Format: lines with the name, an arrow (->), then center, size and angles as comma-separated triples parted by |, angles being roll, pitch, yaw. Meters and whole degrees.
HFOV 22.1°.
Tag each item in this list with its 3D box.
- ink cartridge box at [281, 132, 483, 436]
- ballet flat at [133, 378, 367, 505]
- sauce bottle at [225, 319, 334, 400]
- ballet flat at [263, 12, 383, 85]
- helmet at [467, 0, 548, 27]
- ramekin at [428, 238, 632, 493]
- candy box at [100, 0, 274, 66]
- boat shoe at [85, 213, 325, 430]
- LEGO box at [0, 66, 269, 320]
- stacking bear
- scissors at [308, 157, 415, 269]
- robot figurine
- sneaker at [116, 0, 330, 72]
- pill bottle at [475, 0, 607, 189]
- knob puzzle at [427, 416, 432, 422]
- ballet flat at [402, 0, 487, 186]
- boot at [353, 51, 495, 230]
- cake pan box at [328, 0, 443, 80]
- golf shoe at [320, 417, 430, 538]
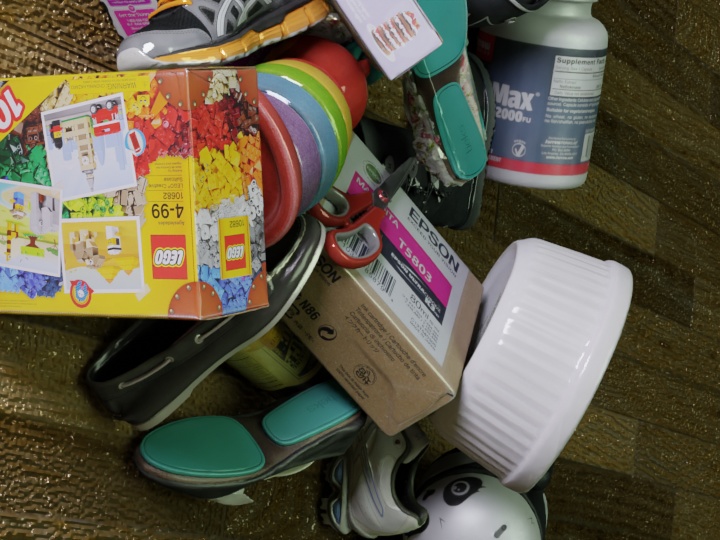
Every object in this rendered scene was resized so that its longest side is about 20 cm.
ink cartridge box -> 0.000, 0.000, 1.415 | 0.200, 0.075, 0.165 | 48, 29, -17
ballet flat -> -0.081, 0.140, 1.383 | 0.199, 0.068, 0.069 | -13, 137, -31
sauce bottle -> -0.065, 0.061, 1.427 | 0.200, 0.066, 0.066 | 42, 57, -51
ballet flat -> -0.023, -0.181, 1.474 | 0.076, 0.064, 0.200 | -64, 169, 16
helmet -> 0.099, -0.302, 1.550 | 0.191, 0.200, 0.200 | -42, 136, -1
ramekin -> 0.129, 0.067, 1.465 | 0.203, 0.094, 0.202 | -63, -177, 6
candy box -> -0.129, -0.228, 1.320 | 0.137, 0.061, 0.201 | -60, 137, -35
boat shoe -> -0.108, 0.028, 1.283 | 0.200, 0.067, 0.057 | -45, 127, 4
LEGO box -> -0.160, -0.048, 1.152 | 0.077, 0.199, 0.150 | -10, 99, -57
stacking bear -> -0.056, -0.103, 1.294 | 0.114, 0.121, 0.200 | 50, 34, -7
scissors -> 0.014, -0.045, 1.392 | 0.073, 0.014, 0.200 | 56, 27, 7
robot figurine -> 0.100, 0.220, 1.603 | 0.200, 0.124, 0.151 | -45, 142, -78
sneaker -> -0.102, -0.178, 1.256 | 0.200, 0.078, 0.078 | -35, 108, -51
pill bottle -> 0.162, -0.184, 1.684 | 0.119, 0.119, 0.202 | -15, 116, -56
knob puzzle -> 0.057, 0.041, 1.568 | 0.220, 0.030, 0.221 | 45, 30, -35
ballet flat -> 0.053, -0.162, 1.481 | 0.075, 0.064, 0.201 | -25, 119, -31
boot -> 0.036, -0.117, 1.585 | 0.199, 0.065, 0.166 | 1, 88, -52
cake pan box -> -0.020, -0.233, 1.315 | 0.201, 0.052, 0.184 | 55, 1, -11
golf shoe -> 0.021, 0.122, 1.532 | 0.078, 0.097, 0.202 | -9, 97, -55
